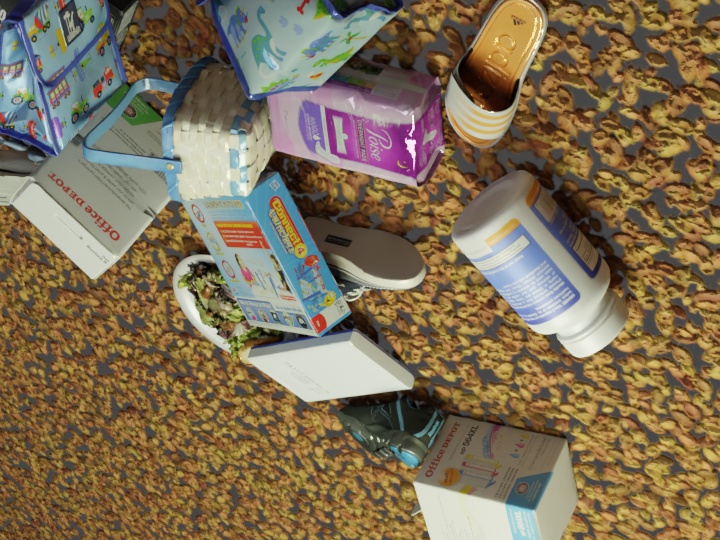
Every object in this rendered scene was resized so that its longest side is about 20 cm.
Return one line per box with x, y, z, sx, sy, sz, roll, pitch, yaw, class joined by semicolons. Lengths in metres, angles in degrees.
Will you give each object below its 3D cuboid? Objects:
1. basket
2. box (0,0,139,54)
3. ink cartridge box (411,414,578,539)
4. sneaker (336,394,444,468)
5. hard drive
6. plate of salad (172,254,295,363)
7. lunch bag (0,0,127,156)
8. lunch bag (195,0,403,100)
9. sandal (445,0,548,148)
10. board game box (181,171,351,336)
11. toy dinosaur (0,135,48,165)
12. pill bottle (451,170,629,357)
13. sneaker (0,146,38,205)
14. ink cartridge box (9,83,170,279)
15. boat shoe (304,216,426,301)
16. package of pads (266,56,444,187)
-0.201;-0.162;1.537;0.199;0.177;0.140;15;130;11;basket
-0.363;-0.306;1.610;0.160;0.044;0.200;36;142;-3;box
0.170;0.291;1.774;0.199;0.129;0.126;9;135;28;ink cartridge box
0.043;0.214;1.840;0.199;0.082;0.073;13;149;55;sneaker
-0.041;0.132;1.817;0.199;0.026;0.132;-12;140;42;hard drive
-0.182;0.061;1.858;0.199;0.048;0.201;21;140;18;plate of salad
-0.344;-0.258;1.488;0.094;0.151;0.201;22;141;14;lunch bag
-0.076;-0.301;1.338;0.170;0.127;0.201;-34;75;45;lunch bag
0.127;-0.195;1.355;0.079;0.059;0.207;29;142;8;sandal
-0.120;-0.021;1.645;0.200;0.056;0.197;5;126;60;board game box
-0.447;-0.174;1.782;0.181;0.105;0.200;25;159;46;toy dinosaur
0.202;-0.002;1.459;0.200;0.112;0.112;48;140;-15;pill bottle
-0.433;-0.132;1.827;0.198;0.081;0.077;10;137;-1;sneaker
-0.313;-0.113;1.648;0.146;0.200;0.084;44;142;-11;ink cartridge box
0.000;0.000;1.649;0.199;0.075;0.093;21;145;32;boat shoe
-0.009;-0.171;1.467;0.199;0.076;0.121;17;141;22;package of pads
